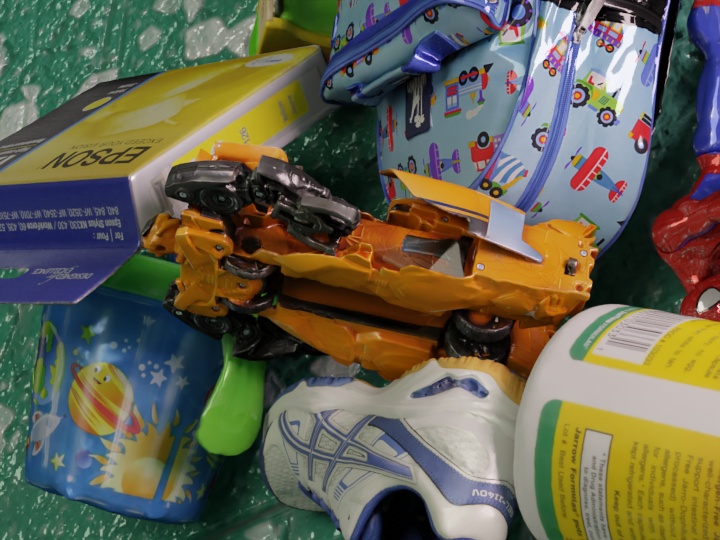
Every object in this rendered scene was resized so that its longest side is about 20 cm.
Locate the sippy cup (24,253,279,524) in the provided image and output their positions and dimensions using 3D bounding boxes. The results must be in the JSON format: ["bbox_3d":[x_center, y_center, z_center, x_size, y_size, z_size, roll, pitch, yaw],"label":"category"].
[{"bbox_3d":[-0.117,0.063,0.901,0.139,0.178,0.131,14,84,0],"label":"sippy cup"}]

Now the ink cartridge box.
[{"bbox_3d":[-0.142,-0.051,0.882,0.197,0.047,0.200,0,28,44],"label":"ink cartridge box"}]

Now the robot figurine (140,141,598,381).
[{"bbox_3d":[0.000,0.000,0.767,0.199,0.145,0.058,15,55,2],"label":"robot figurine"}]

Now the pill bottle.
[{"bbox_3d":[0.169,0.082,0.668,0.199,0.113,0.113,10,73,41],"label":"pill bottle"}]

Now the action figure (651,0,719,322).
[{"bbox_3d":[0.188,-0.065,0.764,0.099,0.065,0.201,-6,63,46],"label":"action figure"}]

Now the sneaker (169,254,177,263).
[{"bbox_3d":[-0.060,-0.016,0.935,0.082,0.074,0.200,-52,35,4],"label":"sneaker"}]

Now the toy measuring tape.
[{"bbox_3d":[-0.019,-0.142,0.920,0.073,0.200,0.074,3,71,-10],"label":"toy measuring tape"}]

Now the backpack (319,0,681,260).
[{"bbox_3d":[0.065,-0.097,0.816,0.182,0.134,0.201,-14,64,61],"label":"backpack"}]

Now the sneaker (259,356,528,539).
[{"bbox_3d":[0.003,0.099,0.781,0.200,0.075,0.088,-23,42,55],"label":"sneaker"}]
